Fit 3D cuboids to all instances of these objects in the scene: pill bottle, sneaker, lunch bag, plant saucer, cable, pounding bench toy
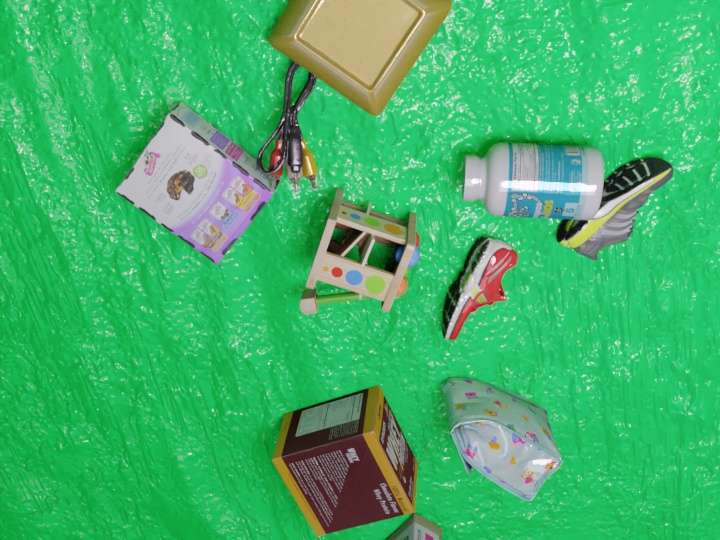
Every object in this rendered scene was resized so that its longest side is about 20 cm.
[{"bbox_3d":[0.254,-0.134,1.172,0.198,0.111,0.111,3,118,5],"label":"pill bottle"},{"bbox_3d":[0.197,0.042,1.292,0.084,0.077,0.201,20,118,-11],"label":"sneaker"},{"bbox_3d":[0.229,0.277,1.355,0.199,0.171,0.122,28,109,-9],"label":"lunch bag"},{"bbox_3d":[-0.002,-0.350,1.109,0.199,0.049,0.200,33,109,-10],"label":"plant saucer"},{"bbox_3d":[-0.111,-0.219,1.188,0.096,0.050,0.202,-1,98,-11],"label":"cable"},{"bbox_3d":[0.000,0.000,1.260,0.155,0.124,0.201,18,118,-4],"label":"pounding bench toy"},{"bbox_3d":[0.400,-0.094,1.209,0.081,0.074,0.200,35,122,-23],"label":"sneaker"}]

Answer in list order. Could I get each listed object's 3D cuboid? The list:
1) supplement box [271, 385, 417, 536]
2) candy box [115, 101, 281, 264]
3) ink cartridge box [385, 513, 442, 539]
[{"bbox_3d":[-0.022,0.352,1.442,0.199,0.133,0.198,-19,114,15],"label":"supplement box"},{"bbox_3d":[-0.257,-0.137,1.246,0.200,0.072,0.168,37,115,-14],"label":"candy box"},{"bbox_3d":[0.083,0.605,1.524,0.075,0.200,0.165,34,115,-13],"label":"ink cartridge box"}]
